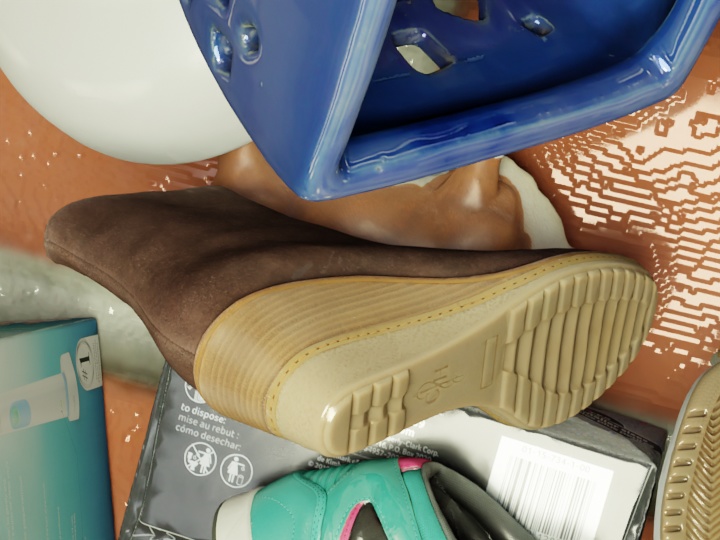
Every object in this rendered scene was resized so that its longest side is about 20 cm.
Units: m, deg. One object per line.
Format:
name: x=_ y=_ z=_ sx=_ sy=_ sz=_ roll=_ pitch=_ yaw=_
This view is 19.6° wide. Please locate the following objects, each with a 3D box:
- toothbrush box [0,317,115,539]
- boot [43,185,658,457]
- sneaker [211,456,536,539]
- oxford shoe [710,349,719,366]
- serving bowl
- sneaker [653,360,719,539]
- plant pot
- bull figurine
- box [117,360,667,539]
toothbrush box: x=-0.172 y=0.101 z=0.856 sx=0.085 sy=0.200 sz=0.148 roll=-4 pitch=93 yaw=12
boot: x=0.000 y=0.000 z=0.800 sx=0.166 sy=0.199 sz=0.073 roll=34 pitch=123 yaw=39
sneaker: x=0.038 y=0.154 z=0.763 sx=0.120 sy=0.084 sz=0.201 roll=-26 pitch=87 yaw=20
oxford shoe: x=0.180 y=0.115 z=0.851 sx=0.057 sy=0.075 sz=0.202 roll=-9 pitch=90 yaw=23
serving bowl: x=-0.088 y=-0.148 z=0.862 sx=0.199 sy=0.066 sz=0.202 roll=-4 pitch=80 yaw=27
sneaker: x=0.134 y=0.138 z=0.811 sx=0.069 sy=0.108 sz=0.202 roll=4 pitch=80 yaw=-10
plant pot: x=0.025 y=-0.167 z=0.711 sx=0.180 sy=0.199 sz=0.201 roll=47 pitch=135 yaw=27
bull figurine: x=0.023 y=-0.025 z=0.878 sx=0.198 sy=0.065 sz=0.122 roll=7 pitch=91 yaw=9
box: x=0.015 y=0.101 z=0.862 sx=0.199 sy=0.115 sz=0.133 roll=16 pitch=95 yaw=9
